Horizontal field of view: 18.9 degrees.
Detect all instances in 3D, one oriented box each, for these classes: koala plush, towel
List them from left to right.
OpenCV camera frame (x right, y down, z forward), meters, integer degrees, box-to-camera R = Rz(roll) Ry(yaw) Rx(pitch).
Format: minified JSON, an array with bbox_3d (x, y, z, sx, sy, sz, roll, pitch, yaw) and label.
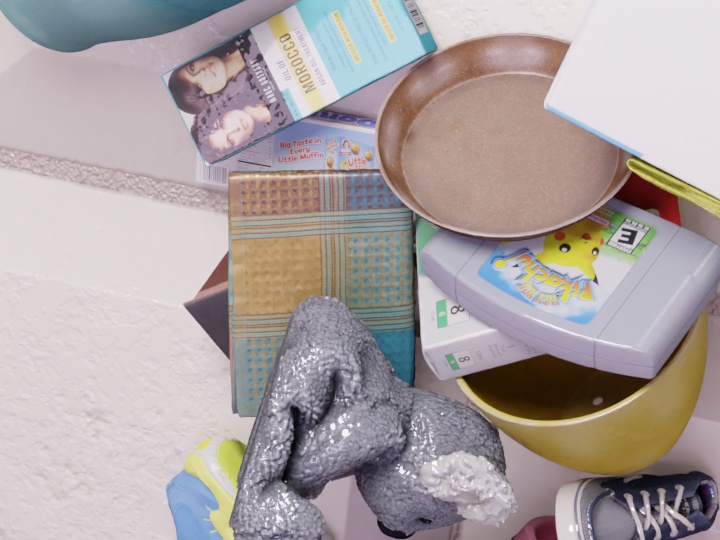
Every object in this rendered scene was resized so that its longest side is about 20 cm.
[{"bbox_3d":[-0.030,0.017,1.671,0.145,0.022,0.202,-1,111,-1],"label":"towel"},{"bbox_3d":[0.021,0.130,1.617,0.198,0.177,0.185,18,100,-3],"label":"koala plush"},{"bbox_3d":[0.240,-0.065,1.555,0.086,0.200,0.018,26,103,10],"label":"towel"}]

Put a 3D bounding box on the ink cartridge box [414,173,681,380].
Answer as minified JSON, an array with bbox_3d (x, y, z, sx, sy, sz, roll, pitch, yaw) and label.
[{"bbox_3d":[0.140,-0.015,1.618,0.198,0.162,0.050,-17,136,17],"label":"ink cartridge box"}]

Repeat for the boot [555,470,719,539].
[{"bbox_3d":[0.215,0.185,1.670,0.090,0.200,0.073,-13,89,21],"label":"boot"}]

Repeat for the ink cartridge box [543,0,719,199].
[{"bbox_3d":[0.236,-0.169,1.514,0.146,0.200,0.147,27,115,4],"label":"ink cartridge box"}]

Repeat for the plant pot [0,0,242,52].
[{"bbox_3d":[-0.178,-0.258,1.614,0.187,0.200,0.201,-25,103,39],"label":"plant pot"}]

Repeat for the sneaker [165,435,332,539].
[{"bbox_3d":[-0.092,0.237,1.854,0.105,0.076,0.201,-32,93,37],"label":"sneaker"}]

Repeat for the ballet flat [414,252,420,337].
[{"bbox_3d":[0.000,0.000,1.708,0.199,0.064,0.068,36,107,-12],"label":"ballet flat"}]

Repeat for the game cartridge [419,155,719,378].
[{"bbox_3d":[0.150,-0.002,1.567,0.199,0.134,0.041,25,150,25],"label":"game cartridge"}]

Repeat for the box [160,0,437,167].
[{"bbox_3d":[-0.048,-0.161,1.666,0.199,0.049,0.083,-26,93,17],"label":"box"}]

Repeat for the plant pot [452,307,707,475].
[{"bbox_3d":[0.182,0.076,1.651,0.198,0.201,0.142,-10,137,20],"label":"plant pot"}]

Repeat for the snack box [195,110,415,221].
[{"bbox_3d":[-0.034,-0.090,1.722,0.198,0.024,0.072,11,115,12],"label":"snack box"}]

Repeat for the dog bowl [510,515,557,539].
[{"bbox_3d":[0.192,0.266,1.714,0.199,0.200,0.074,24,103,5],"label":"dog bowl"}]

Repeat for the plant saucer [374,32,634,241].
[{"bbox_3d":[0.110,-0.093,1.602,0.198,0.201,0.035,8,144,13],"label":"plant saucer"}]

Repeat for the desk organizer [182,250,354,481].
[{"bbox_3d":[-0.043,0.068,1.757,0.071,0.077,0.200,-20,116,44],"label":"desk organizer"}]
